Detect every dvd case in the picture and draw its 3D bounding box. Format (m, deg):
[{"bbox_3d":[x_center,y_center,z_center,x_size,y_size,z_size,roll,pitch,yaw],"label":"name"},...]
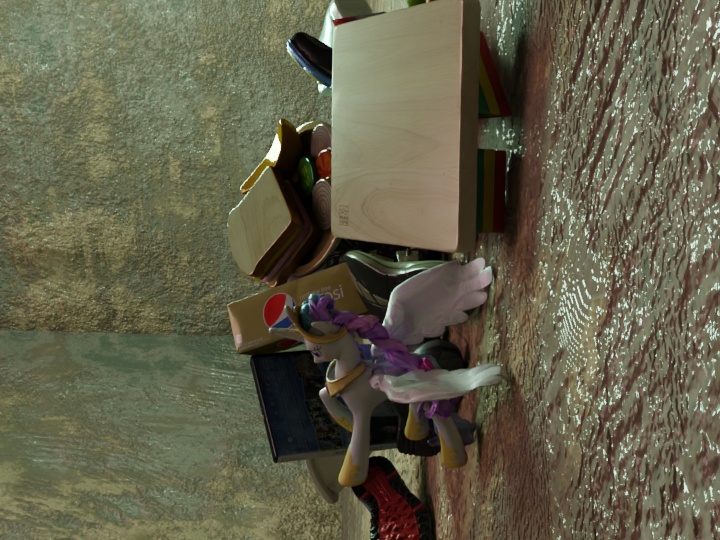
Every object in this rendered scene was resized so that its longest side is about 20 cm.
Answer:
[{"bbox_3d":[-0.020,0.151,1.117,0.018,0.200,0.143,109,150,-45],"label":"dvd case"}]

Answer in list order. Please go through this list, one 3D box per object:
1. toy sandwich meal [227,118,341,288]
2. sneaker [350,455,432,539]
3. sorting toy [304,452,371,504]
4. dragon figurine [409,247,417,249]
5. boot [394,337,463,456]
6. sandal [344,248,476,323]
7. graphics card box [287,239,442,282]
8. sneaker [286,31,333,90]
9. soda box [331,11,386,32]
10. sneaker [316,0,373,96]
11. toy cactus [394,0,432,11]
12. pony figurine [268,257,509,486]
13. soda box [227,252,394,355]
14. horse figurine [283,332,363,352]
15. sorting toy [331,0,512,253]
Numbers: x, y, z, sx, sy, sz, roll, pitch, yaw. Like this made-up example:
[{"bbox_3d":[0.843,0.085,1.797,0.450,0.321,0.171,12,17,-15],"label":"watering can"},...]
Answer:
[{"bbox_3d":[-0.086,-0.083,1.114,0.205,0.070,0.205,-15,72,52],"label":"toy sandwich meal"},{"bbox_3d":[0.057,0.318,1.194,0.096,0.079,0.200,54,-176,-30],"label":"sneaker"},{"bbox_3d":[-0.009,0.183,1.275,0.200,0.107,0.180,-52,0,6],"label":"sorting toy"},{"bbox_3d":[0.082,-0.074,0.943,0.200,0.059,0.100,113,159,-83],"label":"dragon figurine"},{"bbox_3d":[0.069,0.102,1.037,0.200,0.070,0.132,103,174,-50],"label":"boot"},{"bbox_3d":[0.055,0.014,0.965,0.201,0.057,0.080,8,124,51],"label":"sandal"},{"bbox_3d":[0.000,0.000,1.151,0.051,0.200,0.126,20,-109,-63],"label":"graphics card box"},{"bbox_3d":[0.024,-0.207,0.951,0.071,0.199,0.083,-19,-56,-76],"label":"sneaker"},{"bbox_3d":[0.015,-0.177,1.047,0.070,0.063,0.200,-109,11,-66],"label":"soda box"},{"bbox_3d":[-0.007,-0.241,1.199,0.118,0.074,0.201,120,143,-49],"label":"sneaker"},{"bbox_3d":[0.063,-0.268,1.218,0.200,0.102,0.165,111,153,-53],"label":"toy cactus"},{"bbox_3d":[0.036,0.093,0.834,0.167,0.193,0.200,-88,-17,-53],"label":"pony figurine"},{"bbox_3d":[-0.051,0.043,1.103,0.068,0.200,0.064,16,-123,-63],"label":"soda box"},{"bbox_3d":[-0.029,0.134,1.385,0.200,0.132,0.050,63,-175,-2],"label":"horse figurine"},{"bbox_3d":[0.054,-0.123,0.833,0.200,0.070,0.199,11,102,58],"label":"sorting toy"}]
